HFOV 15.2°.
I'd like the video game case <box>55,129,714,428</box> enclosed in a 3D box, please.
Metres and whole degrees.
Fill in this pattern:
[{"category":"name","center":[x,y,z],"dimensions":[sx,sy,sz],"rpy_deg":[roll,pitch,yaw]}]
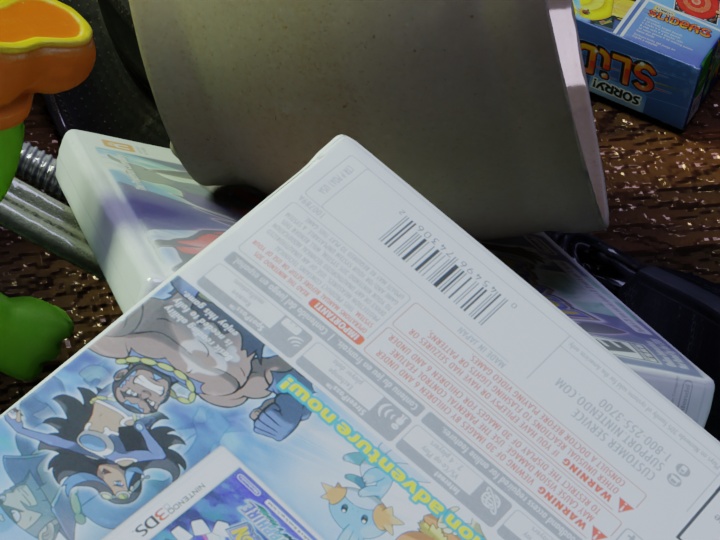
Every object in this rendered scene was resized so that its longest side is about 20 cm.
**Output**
[{"category":"video game case","center":[0.000,0.000,0.882],"dimensions":[0.181,0.023,0.200],"rpy_deg":[11,13,-16]}]

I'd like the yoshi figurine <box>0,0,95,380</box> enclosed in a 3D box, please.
[{"category":"yoshi figurine","center":[-0.148,-0.008,0.880],"dimensions":[0.111,0.201,0.113],"rpy_deg":[8,28,-24]}]

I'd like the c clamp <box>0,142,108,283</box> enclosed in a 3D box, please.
[{"category":"c clamp","center":[-0.117,-0.035,0.987],"dimensions":[0.199,0.027,0.171],"rpy_deg":[30,7,6]}]

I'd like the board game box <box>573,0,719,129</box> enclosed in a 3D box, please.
[{"category":"board game box","center":[0.079,-0.146,1.192],"dimensions":[0.199,0.035,0.135],"rpy_deg":[24,42,15]}]

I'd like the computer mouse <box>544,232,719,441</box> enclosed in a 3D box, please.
[{"category":"computer mouse","center":[0.142,0.040,0.933],"dimensions":[0.138,0.053,0.200],"rpy_deg":[18,6,-15]}]

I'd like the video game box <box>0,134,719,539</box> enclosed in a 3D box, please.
[{"category":"video game box","center":[0.014,0.080,0.653],"dimensions":[0.200,0.047,0.182],"rpy_deg":[40,44,11]}]

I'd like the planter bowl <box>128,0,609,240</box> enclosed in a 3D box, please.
[{"category":"planter bowl","center":[-0.003,-0.098,0.887],"dimensions":[0.134,0.201,0.201],"rpy_deg":[-12,41,8]}]

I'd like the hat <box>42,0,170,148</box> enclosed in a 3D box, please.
[{"category":"hat","center":[-0.053,-0.106,1.011],"dimensions":[0.200,0.202,0.081],"rpy_deg":[29,5,19]}]
